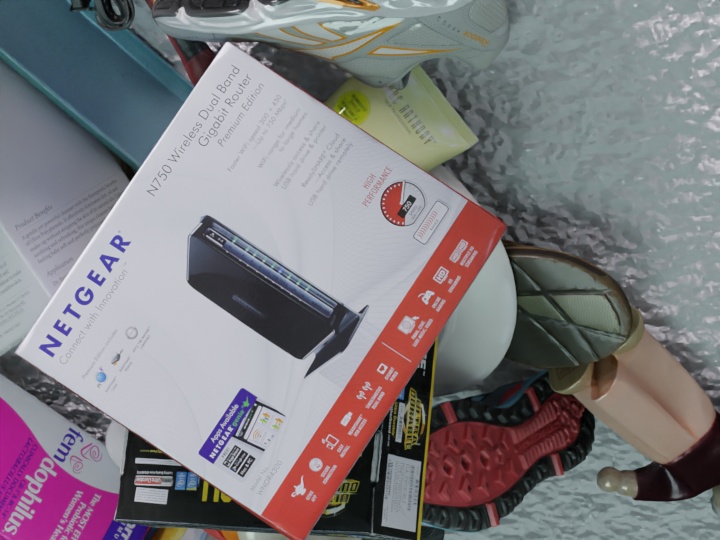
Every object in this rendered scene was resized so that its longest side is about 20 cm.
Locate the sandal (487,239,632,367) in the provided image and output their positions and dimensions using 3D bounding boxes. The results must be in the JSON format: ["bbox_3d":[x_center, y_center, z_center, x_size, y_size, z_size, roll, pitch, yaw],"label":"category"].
[{"bbox_3d":[0.079,0.016,1.081,0.200,0.055,0.082,-8,119,44],"label":"sandal"}]

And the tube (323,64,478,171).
[{"bbox_3d":[-0.036,-0.043,1.000,0.200,0.052,0.058,-37,131,9],"label":"tube"}]

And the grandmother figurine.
[{"bbox_3d":[0.201,0.105,1.110,0.121,0.061,0.200,-37,120,25],"label":"grandmother figurine"}]

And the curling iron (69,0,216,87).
[{"bbox_3d":[-0.095,-0.109,1.014,0.050,0.026,0.200,-32,111,24],"label":"curling iron"}]

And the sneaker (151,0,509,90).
[{"bbox_3d":[-0.015,-0.131,0.950,0.200,0.076,0.092,-1,138,21],"label":"sneaker"}]

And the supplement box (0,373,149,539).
[{"bbox_3d":[-0.257,0.153,1.279,0.200,0.101,0.103,38,149,-20],"label":"supplement box"}]

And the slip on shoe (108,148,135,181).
[{"bbox_3d":[-0.154,-0.029,1.112,0.076,0.061,0.200,22,128,43],"label":"slip on shoe"}]

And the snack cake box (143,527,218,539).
[{"bbox_3d":[-0.127,0.241,1.265,0.067,0.200,0.115,39,133,-20],"label":"snack cake box"}]

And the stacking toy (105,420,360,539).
[{"bbox_3d":[-0.096,0.127,1.223,0.200,0.146,0.146,10,140,37],"label":"stacking toy"}]

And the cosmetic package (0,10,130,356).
[{"bbox_3d":[-0.214,-0.065,1.011,0.085,0.108,0.200,-30,94,40],"label":"cosmetic package"}]

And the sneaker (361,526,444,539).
[{"bbox_3d":[-0.002,0.208,1.294,0.085,0.075,0.200,38,142,-27],"label":"sneaker"}]

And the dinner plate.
[{"bbox_3d":[0.000,0.000,1.068,0.200,0.024,0.200,20,132,24],"label":"dinner plate"}]

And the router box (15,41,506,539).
[{"bbox_3d":[-0.052,0.012,0.939,0.179,0.200,0.049,33,174,0],"label":"router box"}]

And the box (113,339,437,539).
[{"bbox_3d":[-0.051,0.075,1.040,0.200,0.160,0.049,-4,166,37],"label":"box"}]

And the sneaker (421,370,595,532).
[{"bbox_3d":[0.061,0.120,1.099,0.095,0.200,0.079,-21,83,41],"label":"sneaker"}]

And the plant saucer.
[{"bbox_3d":[-0.168,-0.126,1.009,0.200,0.070,0.019,41,145,-22],"label":"plant saucer"}]
